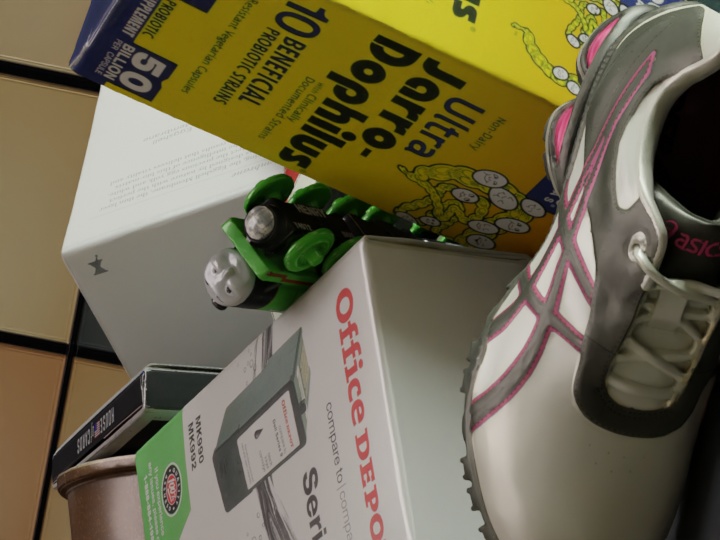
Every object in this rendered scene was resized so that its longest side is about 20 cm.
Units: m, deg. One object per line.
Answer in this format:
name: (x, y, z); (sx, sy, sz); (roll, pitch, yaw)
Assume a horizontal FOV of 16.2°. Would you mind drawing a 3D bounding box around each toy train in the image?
toy train: (0.000, 0.000, 1.035); (0.056, 0.042, 0.200); (-45, -24, 18)

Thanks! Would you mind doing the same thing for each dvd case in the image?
dvd case: (-0.052, 0.079, 1.185); (0.200, 0.150, 0.025); (142, 130, -67)

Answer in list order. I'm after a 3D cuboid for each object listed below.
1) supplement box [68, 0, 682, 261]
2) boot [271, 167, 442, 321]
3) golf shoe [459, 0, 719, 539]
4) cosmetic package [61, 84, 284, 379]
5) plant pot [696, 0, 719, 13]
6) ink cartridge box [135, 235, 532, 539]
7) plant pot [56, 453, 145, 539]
supplement box: (0.010, -0.101, 0.961); (0.109, 0.200, 0.110); (-46, 25, 55)
boot: (-0.017, -0.057, 1.183); (0.144, 0.072, 0.200); (-4, 65, 58)
golf shoe: (0.083, 0.012, 0.788); (0.088, 0.077, 0.200); (-178, 98, -78)
cosmetic package: (-0.033, -0.048, 1.336); (0.200, 0.199, 0.123); (-85, -27, -57)
plant pot: (0.097, -0.160, 0.643); (0.200, 0.135, 0.200); (-168, 90, -85)
ink cartridge box: (-0.003, 0.096, 0.995); (0.200, 0.084, 0.146); (-44, 47, 47)
plant pot: (-0.045, 0.197, 1.196); (0.200, 0.200, 0.198); (121, 150, -75)
